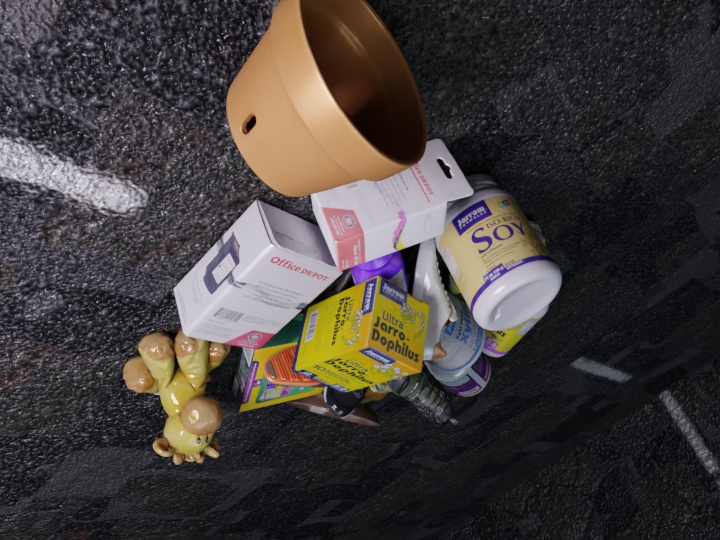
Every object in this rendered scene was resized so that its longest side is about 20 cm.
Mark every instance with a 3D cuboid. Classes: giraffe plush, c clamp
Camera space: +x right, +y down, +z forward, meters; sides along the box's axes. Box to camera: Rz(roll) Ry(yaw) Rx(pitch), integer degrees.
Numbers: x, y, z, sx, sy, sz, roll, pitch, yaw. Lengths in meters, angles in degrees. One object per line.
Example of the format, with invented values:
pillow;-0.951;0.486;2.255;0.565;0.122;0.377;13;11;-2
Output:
giraffe plush;-0.277;0.211;1.026;0.168;0.165;0.202;-5;142;-30
c clamp;0.000;0.000;1.064;0.167;0.027;0.202;-9;142;-34

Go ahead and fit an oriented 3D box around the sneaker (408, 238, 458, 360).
sneaker;0.118;0.042;1.049;0.082;0.207;0.073;6;172;-1

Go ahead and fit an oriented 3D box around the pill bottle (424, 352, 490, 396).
pill bottle;0.203;0.192;1.388;0.111;0.114;0.200;-32;147;11

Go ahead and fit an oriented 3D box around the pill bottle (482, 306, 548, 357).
pill bottle;0.307;0.075;1.307;0.102;0.106;0.202;1;138;-35

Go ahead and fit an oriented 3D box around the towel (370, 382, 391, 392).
towel;0.056;0.148;1.191;0.036;0.153;0.198;-18;162;29

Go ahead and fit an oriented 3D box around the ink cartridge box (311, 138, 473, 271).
ink cartridge box;0.041;-0.092;0.871;0.195;0.118;0.068;-19;147;-10

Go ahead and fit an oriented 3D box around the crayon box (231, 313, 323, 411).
crayon box;-0.130;0.160;1.159;0.168;0.059;0.202;-9;143;-28

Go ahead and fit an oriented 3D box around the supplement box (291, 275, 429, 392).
supplement box;-0.003;0.104;0.993;0.107;0.112;0.198;27;148;-28

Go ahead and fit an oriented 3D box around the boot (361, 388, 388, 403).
boot;0.034;0.216;1.351;0.141;0.072;0.202;-26;154;-5

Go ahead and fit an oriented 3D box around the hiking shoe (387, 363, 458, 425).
hiking shoe;0.117;0.208;1.118;0.077;0.100;0.200;-54;146;-5

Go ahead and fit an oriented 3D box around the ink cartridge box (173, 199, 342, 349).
ink cartridge box;-0.144;0.013;0.918;0.199;0.086;0.143;-41;145;24

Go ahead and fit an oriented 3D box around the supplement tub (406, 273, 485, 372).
supplement tub;0.132;0.099;1.182;0.131;0.134;0.199;-37;144;18

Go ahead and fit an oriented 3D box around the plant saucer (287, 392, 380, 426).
plant saucer;-0.051;0.277;1.319;0.194;0.033;0.201;12;165;3

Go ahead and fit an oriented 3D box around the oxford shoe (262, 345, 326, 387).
oxford shoe;-0.083;0.174;1.094;0.196;0.073;0.073;2;141;-39

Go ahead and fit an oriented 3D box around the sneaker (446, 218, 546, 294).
sneaker;0.241;-0.011;1.165;0.198;0.078;0.075;-35;149;18

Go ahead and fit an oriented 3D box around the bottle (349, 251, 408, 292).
bottle;0.025;-0.005;0.987;0.082;0.066;0.201;-26;149;-3

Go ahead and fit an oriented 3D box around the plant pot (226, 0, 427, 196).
plant pot;-0.041;-0.168;0.659;0.138;0.206;0.198;-25;153;33

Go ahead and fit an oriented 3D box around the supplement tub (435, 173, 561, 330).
supplement tub;0.199;-0.030;0.992;0.141;0.203;0.147;-18;148;-12

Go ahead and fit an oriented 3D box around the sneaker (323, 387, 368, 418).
sneaker;0.000;0.183;1.208;0.088;0.075;0.200;-49;180;38
